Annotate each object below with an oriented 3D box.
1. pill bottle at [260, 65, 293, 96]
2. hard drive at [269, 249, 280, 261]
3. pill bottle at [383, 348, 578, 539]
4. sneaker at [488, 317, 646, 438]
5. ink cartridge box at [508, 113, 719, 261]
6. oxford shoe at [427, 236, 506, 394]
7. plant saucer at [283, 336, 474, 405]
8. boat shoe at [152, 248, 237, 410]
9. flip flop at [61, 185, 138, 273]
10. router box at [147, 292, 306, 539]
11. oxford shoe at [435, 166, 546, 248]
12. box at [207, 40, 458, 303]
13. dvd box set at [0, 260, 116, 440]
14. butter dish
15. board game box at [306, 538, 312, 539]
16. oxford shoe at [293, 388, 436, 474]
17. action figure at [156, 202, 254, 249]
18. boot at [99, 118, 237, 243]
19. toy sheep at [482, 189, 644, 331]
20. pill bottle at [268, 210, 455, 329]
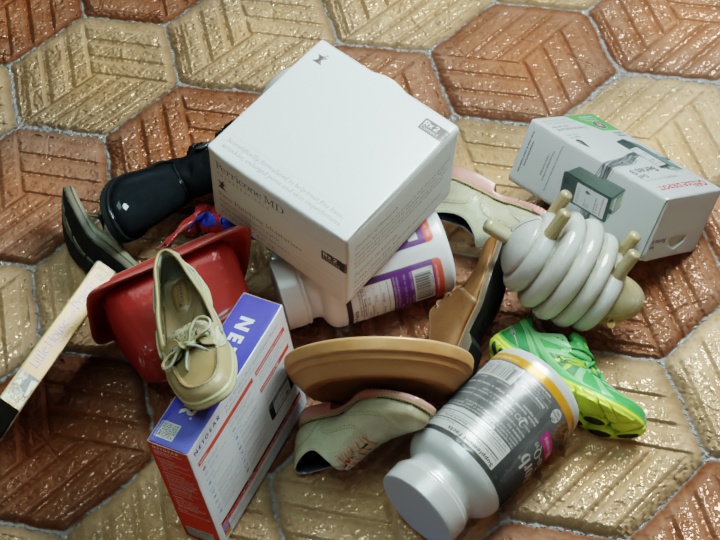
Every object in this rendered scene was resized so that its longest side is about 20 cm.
[{"bbox_3d":[-0.039,-0.154,1.730,0.112,0.113,0.200,-24,51,-13],"label":"pill bottle"},{"bbox_3d":[-0.020,-0.073,1.751,0.199,0.027,0.132,-12,50,-3],"label":"hard drive"},{"bbox_3d":[0.124,0.183,1.466,0.116,0.117,0.200,34,63,29],"label":"pill bottle"},{"bbox_3d":[0.232,0.110,1.539,0.200,0.074,0.084,34,66,30],"label":"sneaker"},{"bbox_3d":[0.299,-0.101,1.659,0.200,0.084,0.146,35,28,29],"label":"ink cartridge box"},{"bbox_3d":[0.116,0.040,1.596,0.071,0.071,0.201,15,68,26],"label":"oxford shoe"},{"bbox_3d":[0.019,0.111,1.478,0.199,0.200,0.038,-2,73,5],"label":"plant saucer"},{"bbox_3d":[-0.175,0.059,1.410,0.073,0.063,0.200,-27,41,-2],"label":"boat shoe"},{"bbox_3d":[-0.306,-0.030,1.725,0.057,0.081,0.200,-24,51,-35],"label":"flip flop"},{"bbox_3d":[-0.132,0.156,1.477,0.049,0.180,0.200,16,54,21],"label":"router box"},{"bbox_3d":[0.175,-0.046,1.676,0.200,0.071,0.074,30,76,24],"label":"oxford shoe"},{"bbox_3d":[-0.029,-0.110,1.553,0.199,0.131,0.200,35,63,19],"label":"box"},{"bbox_3d":[-0.353,0.094,1.584,0.029,0.146,0.200,35,56,-8],"label":"dvd box set"},{"bbox_3d":[-0.191,0.064,1.582,0.199,0.200,0.148,-24,76,-15],"label":"butter dish"},{"bbox_3d":[-0.036,0.391,1.353,0.200,0.056,0.196,31,61,28],"label":"board game box"},{"bbox_3d":[0.003,0.174,1.475,0.200,0.071,0.074,-24,42,49],"label":"oxford shoe"},{"bbox_3d":[-0.161,-0.038,1.686,0.200,0.065,0.099,1,47,49],"label":"action figure"},{"bbox_3d":[-0.206,-0.113,1.702,0.168,0.077,0.200,-21,12,23],"label":"boot"},{"bbox_3d":[0.224,-0.007,1.558,0.200,0.138,0.138,32,57,-3],"label":"toy sheep"},{"bbox_3d":[0.000,0.000,1.633,0.199,0.112,0.112,-17,51,-8],"label":"pill bottle"}]
